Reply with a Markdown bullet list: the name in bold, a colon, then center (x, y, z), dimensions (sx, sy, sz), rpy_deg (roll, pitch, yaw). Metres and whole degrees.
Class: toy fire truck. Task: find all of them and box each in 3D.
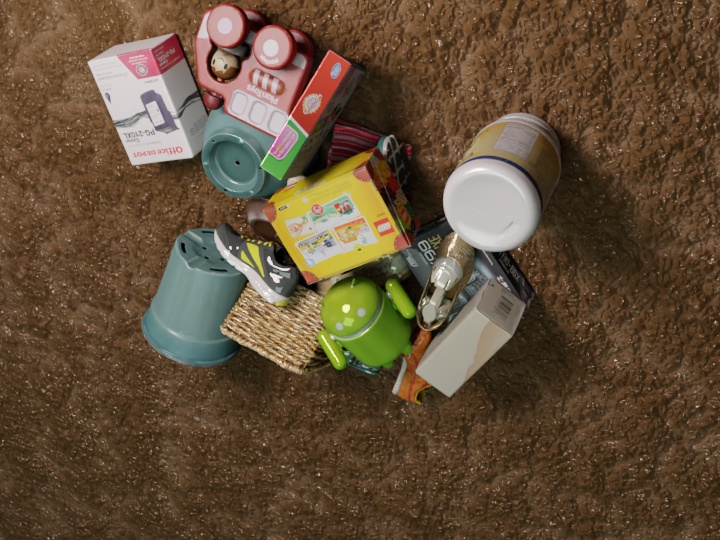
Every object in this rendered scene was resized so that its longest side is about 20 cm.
- **toy fire truck**: center (-0.176, -0.317, 1.509), dimensions (0.199, 0.112, 0.169), rpy_deg (26, 105, 9)

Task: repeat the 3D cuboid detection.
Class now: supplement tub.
- **supplement tub**: center (0.215, -0.136, 1.416), dimensions (0.143, 0.200, 0.145), rpy_deg (13, 127, 18)

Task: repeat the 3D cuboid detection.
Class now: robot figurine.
- **robot figurine**: center (0.010, 0.088, 1.651), dimensions (0.175, 0.116, 0.200), rpy_deg (-35, 132, 10)

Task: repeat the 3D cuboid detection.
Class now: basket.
- **basket**: center (-0.132, 0.110, 1.764), dimensions (0.199, 0.150, 0.143), rpy_deg (24, 165, 23)

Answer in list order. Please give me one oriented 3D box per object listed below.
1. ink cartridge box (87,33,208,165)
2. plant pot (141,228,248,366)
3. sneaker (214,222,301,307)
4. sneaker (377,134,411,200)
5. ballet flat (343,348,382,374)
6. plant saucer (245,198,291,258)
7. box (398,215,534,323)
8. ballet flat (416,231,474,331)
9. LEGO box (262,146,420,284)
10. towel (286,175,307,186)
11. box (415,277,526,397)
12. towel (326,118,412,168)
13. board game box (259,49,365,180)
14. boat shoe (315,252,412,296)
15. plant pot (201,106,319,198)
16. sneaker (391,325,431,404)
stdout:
- **ink cartridge box**: center (-0.361, -0.294, 1.672), dimensions (0.144, 0.084, 0.201), rpy_deg (-3, 121, 29)
- **plant pot**: center (-0.298, 0.040, 1.816), dimensions (0.199, 0.200, 0.197), rpy_deg (25, 122, 8)
- **sneaker**: center (-0.178, -0.025, 1.709), dimensions (0.200, 0.074, 0.085), rpy_deg (44, 103, 18)
- **sneaker**: center (0.034, -0.128, 1.576), dimensions (0.079, 0.078, 0.201), rpy_deg (17, 127, 23)
- **ballet flat**: center (-0.044, 0.140, 1.839), dimensions (0.198, 0.074, 0.075), rpy_deg (13, 127, 16)
- **plant saucer**: center (-0.119, -0.059, 1.682), dimensions (0.199, 0.032, 0.200), rpy_deg (26, 164, 8)
- **box**: center (0.177, 0.000, 1.629), dimensions (0.157, 0.050, 0.201), rpy_deg (-23, 110, 37)
- **ballet flat**: center (0.139, 0.027, 1.590), dimensions (0.070, 0.065, 0.201), rpy_deg (24, 131, 13)
- **LEGO box**: center (-0.030, -0.084, 1.520), dimensions (0.199, 0.077, 0.150), rpy_deg (-20, 113, 27)
- **towel**: center (-0.073, -0.091, 1.649), dimensions (0.132, 0.035, 0.200), rpy_deg (25, 156, 3)
- **box**: center (0.183, 0.115, 1.614), dimensions (0.077, 0.095, 0.200), rpy_deg (36, 134, -1)
- **towel**: center (0.005, -0.147, 1.632), dimensions (0.144, 0.023, 0.201), rpy_deg (21, 129, 11)
- **board game box**: center (-0.070, -0.236, 1.472), dimensions (0.040, 0.153, 0.201), rpy_deg (33, 101, 3)
- **boat shoe**: center (0.000, 0.000, 1.709), dimensions (0.199, 0.073, 0.063), rpy_deg (-15, 107, 28)
- **plant pot**: center (-0.185, -0.204, 1.614), dimensions (0.199, 0.134, 0.202), rpy_deg (13, 127, 18)
- **sneaker**: center (0.113, 0.170, 1.774), dimensions (0.077, 0.073, 0.201), rpy_deg (19, 139, 9)
